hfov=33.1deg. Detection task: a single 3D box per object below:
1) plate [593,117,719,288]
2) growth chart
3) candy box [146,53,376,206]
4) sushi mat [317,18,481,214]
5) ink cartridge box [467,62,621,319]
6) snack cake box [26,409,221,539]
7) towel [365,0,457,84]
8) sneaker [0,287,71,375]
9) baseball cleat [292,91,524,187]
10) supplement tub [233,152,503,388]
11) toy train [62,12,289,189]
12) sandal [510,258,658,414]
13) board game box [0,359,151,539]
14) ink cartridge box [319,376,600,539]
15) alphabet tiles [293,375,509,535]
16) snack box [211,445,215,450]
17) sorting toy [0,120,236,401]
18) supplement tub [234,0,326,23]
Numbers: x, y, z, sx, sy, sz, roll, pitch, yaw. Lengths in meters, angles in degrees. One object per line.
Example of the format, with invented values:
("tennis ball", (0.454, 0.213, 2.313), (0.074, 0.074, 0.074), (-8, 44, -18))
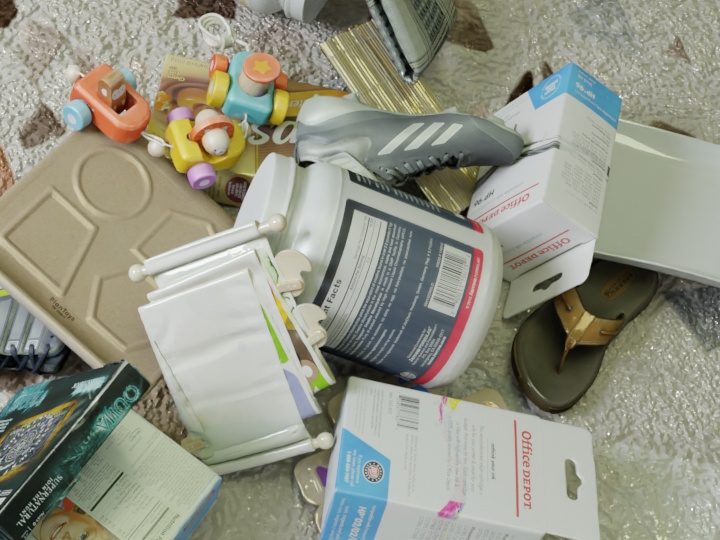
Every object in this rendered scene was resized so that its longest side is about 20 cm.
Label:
("plate", (0.286, -0.059, 1.134), (0.197, 0.033, 0.201), (14, 45, -4))
("growth chart", (-0.089, 0.063, 0.900), (0.143, 0.202, 0.018), (-10, 21, 8))
("candy box", (-0.090, -0.116, 1.090), (0.197, 0.055, 0.117), (12, 58, -6))
("sushi mat", (0.047, -0.142, 1.114), (0.095, 0.012, 0.201), (-36, 90, -42))
("ink cartridge box", (0.157, -0.070, 1.073), (0.067, 0.116, 0.202), (31, 55, -21))
("snack cake box", (-0.204, 0.201, 0.868), (0.114, 0.067, 0.200), (35, 62, 7))
("towel", (0.033, -0.296, 1.131), (0.201, 0.034, 0.193), (62, 28, -19))
("sneaker", (-0.272, 0.051, 0.946), (0.199, 0.074, 0.081), (-31, 74, -24))
("baseball cleat", (0.040, -0.092, 1.043), (0.197, 0.070, 0.108), (8, 70, 0))
("supplement tub", (0.000, 0.000, 0.961), (0.198, 0.140, 0.142), (20, 57, -14))
("toy train", (-0.142, -0.156, 1.013), (0.150, 0.056, 0.200), (46, 52, 4))
("sandal", (0.203, 0.041, 1.061), (0.082, 0.055, 0.199), (44, 60, 13))
("board game box", (-0.234, 0.129, 0.840), (0.028, 0.199, 0.136), (48, 58, -18))
("ink cartridge box", (0.075, 0.162, 0.922), (0.197, 0.068, 0.116), (13, 41, -4))
("alphabet tiles", (0.053, 0.177, 0.974), (0.194, 0.015, 0.201), (-19, 66, -21))
("snack box", (-0.095, 0.056, 1.006), (0.071, 0.024, 0.202), (0, 60, -13))
("sorting toy", (-0.193, -0.016, 0.966), (0.185, 0.036, 0.200), (42, 49, -5))
("supplement tub", (-0.114, -0.337, 1.161), (0.198, 0.146, 0.146), (27, 58, 4))
